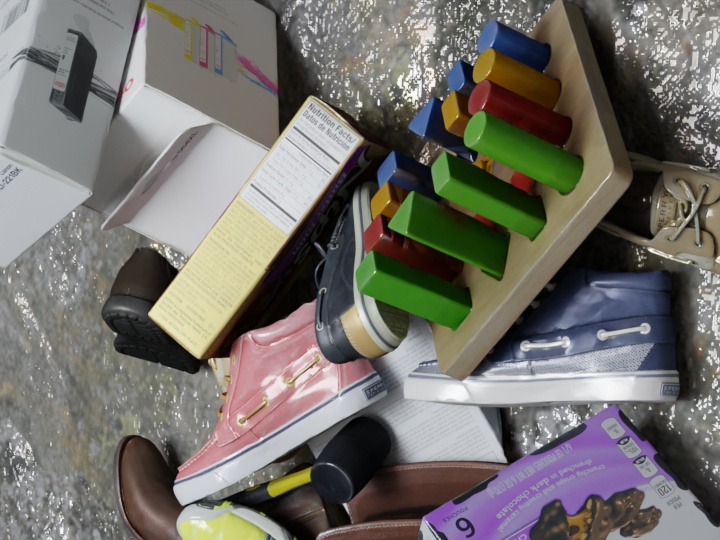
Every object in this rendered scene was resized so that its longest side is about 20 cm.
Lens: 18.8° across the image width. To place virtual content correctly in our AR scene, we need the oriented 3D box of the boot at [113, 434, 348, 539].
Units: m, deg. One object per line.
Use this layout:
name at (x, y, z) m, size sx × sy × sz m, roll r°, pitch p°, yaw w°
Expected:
boot at (-0.098, 0.184, 1.723) m, size 0.199 × 0.064 × 0.188 m, roll -32°, pitch 75°, yaw 37°

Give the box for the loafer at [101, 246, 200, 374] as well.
loafer at (-0.155, 0.031, 1.711) m, size 0.072 × 0.200 × 0.072 m, roll 16°, pitch 77°, yaw 3°

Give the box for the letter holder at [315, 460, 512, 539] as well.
letter holder at (0.047, 0.217, 1.544) m, size 0.199 × 0.100 × 0.144 m, roll -6°, pitch 101°, yaw 41°

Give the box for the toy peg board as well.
toy peg board at (0.071, -0.072, 1.475) m, size 0.200 × 0.097 × 0.200 m, roll -51°, pitch 30°, yaw 30°

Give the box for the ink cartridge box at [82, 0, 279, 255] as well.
ink cartridge box at (-0.146, -0.121, 1.653) m, size 0.129 × 0.125 × 0.201 m, roll -46°, pitch 31°, yaw 33°

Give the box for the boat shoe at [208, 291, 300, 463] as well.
boat shoe at (-0.089, 0.053, 1.708) m, size 0.069 × 0.073 × 0.202 m, roll -16°, pitch 80°, yaw 54°

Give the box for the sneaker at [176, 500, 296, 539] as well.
sneaker at (-0.067, 0.256, 1.629) m, size 0.200 × 0.076 × 0.075 m, roll 47°, pitch 136°, yaw -6°

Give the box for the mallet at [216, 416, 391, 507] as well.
mallet at (-0.054, 0.157, 1.640) m, size 0.199 × 0.066 × 0.041 m, roll -22°, pitch 106°, yaw 49°

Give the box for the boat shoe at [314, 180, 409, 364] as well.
boat shoe at (0.000, 0.000, 1.555) m, size 0.062 × 0.201 × 0.075 m, roll -29°, pitch 116°, yaw 20°

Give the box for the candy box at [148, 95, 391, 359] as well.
candy box at (-0.064, -0.030, 1.600) m, size 0.056 × 0.117 × 0.200 m, roll 39°, pitch 95°, yaw 10°

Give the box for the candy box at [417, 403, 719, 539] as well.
candy box at (0.159, 0.212, 1.412) m, size 0.200 × 0.167 × 0.072 m, roll 50°, pitch 154°, yaw 27°

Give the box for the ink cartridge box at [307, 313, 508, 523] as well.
ink cartridge box at (0.043, 0.130, 1.616) m, size 0.162 × 0.057 × 0.201 m, roll -32°, pitch 91°, yaw 38°

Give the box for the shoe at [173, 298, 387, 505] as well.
shoe at (-0.076, 0.096, 1.615) m, size 0.199 × 0.071 × 0.092 m, roll -32°, pitch 85°, yaw 30°

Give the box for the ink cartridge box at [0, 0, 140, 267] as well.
ink cartridge box at (-0.244, -0.124, 1.598) m, size 0.144 × 0.083 × 0.201 m, roll -33°, pitch 38°, yaw 47°

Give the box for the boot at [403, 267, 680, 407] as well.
boot at (0.124, 0.047, 1.500) m, size 0.198 × 0.073 × 0.091 m, roll -3°, pitch 84°, yaw 22°

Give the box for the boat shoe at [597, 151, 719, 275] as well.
boat shoe at (0.215, -0.037, 1.427) m, size 0.199 × 0.065 × 0.073 m, roll 20°, pitch 105°, yaw 40°
